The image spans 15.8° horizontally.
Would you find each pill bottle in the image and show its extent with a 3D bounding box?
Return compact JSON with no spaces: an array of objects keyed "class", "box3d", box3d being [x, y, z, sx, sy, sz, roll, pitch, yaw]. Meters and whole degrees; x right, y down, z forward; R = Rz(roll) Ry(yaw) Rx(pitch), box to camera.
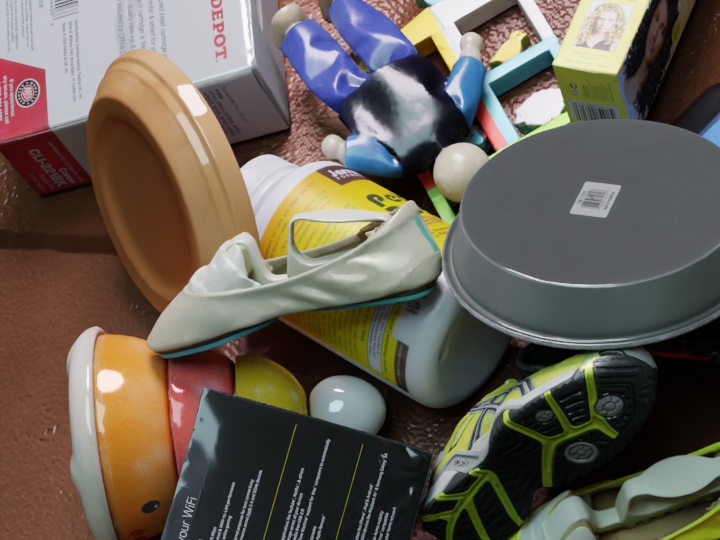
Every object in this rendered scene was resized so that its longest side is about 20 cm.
[{"class":"pill bottle","box3d":[0.000,0.000,1.680,0.199,0.109,0.110,30,76,30]}]

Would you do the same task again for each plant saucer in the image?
[{"class":"plant saucer","box3d":[-0.129,-0.045,1.701,0.037,0.201,0.200,-22,53,-24]}]

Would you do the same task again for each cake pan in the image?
[{"class":"cake pan","box3d":[0.145,-0.028,1.547,0.199,0.037,0.201,-6,36,4]}]

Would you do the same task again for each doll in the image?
[{"class":"doll","box3d":[0.025,-0.120,1.746,0.136,0.049,0.200,-33,57,-11]}]

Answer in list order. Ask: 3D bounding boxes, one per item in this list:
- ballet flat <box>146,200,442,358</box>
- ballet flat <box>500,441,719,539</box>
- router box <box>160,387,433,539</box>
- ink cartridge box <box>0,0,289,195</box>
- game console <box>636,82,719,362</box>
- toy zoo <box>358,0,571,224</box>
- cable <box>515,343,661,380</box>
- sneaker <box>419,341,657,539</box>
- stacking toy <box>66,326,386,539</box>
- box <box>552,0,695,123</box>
[{"class":"ballet flat","box3d":[-0.047,0.000,1.597,0.199,0.070,0.070,-14,59,15]},{"class":"ballet flat","box3d":[0.155,0.150,1.568,0.199,0.067,0.067,-21,60,8]},{"class":"router box","box3d":[-0.052,0.187,1.574,0.148,0.051,0.201,16,84,0]},{"class":"ink cartridge box","box3d":[-0.157,-0.155,1.836,0.199,0.084,0.145,-15,59,14]},{"class":"game console","box3d":[0.198,-0.038,1.596,0.200,0.171,0.119,44,119,48]},{"class":"toy zoo","box3d":[0.082,-0.119,1.767,0.131,0.020,0.201,-30,57,3]},{"class":"cable","box3d":[0.180,0.055,1.639,0.199,0.051,0.097,-30,39,-11]},{"class":"sneaker","box3d":[0.102,0.089,1.552,0.200,0.075,0.077,-40,31,40]},{"class":"stacking toy","box3d":[-0.082,0.098,1.655,0.198,0.146,0.147,-8,60,3]},{"class":"box","box3d":[0.190,-0.189,1.721,0.050,0.075,0.201,12,62,25]}]
